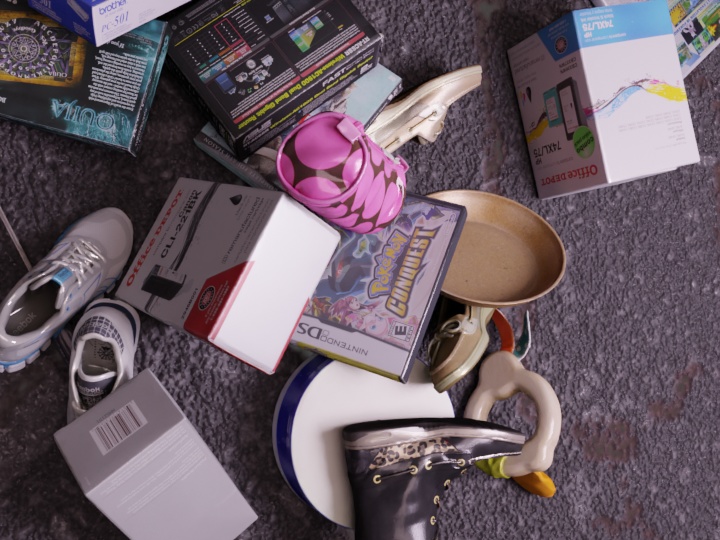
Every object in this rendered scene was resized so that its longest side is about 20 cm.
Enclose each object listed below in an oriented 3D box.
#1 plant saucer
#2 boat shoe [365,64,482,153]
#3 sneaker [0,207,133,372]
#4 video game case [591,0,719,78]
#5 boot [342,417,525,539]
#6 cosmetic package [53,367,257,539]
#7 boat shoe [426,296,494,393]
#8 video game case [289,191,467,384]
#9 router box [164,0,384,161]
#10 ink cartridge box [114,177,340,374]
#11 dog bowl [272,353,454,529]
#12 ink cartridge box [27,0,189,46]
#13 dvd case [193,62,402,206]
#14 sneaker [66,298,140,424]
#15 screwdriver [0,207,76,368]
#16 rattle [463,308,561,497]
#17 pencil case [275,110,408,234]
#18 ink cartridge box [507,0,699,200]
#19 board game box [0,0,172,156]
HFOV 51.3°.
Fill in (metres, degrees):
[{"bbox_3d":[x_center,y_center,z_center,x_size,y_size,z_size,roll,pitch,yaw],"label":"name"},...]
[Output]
[{"bbox_3d":[0.137,-0.020,0.875,0.198,0.201,0.036,-12,136,-20],"label":"plant saucer"},{"bbox_3d":[0.065,-0.180,0.890,0.199,0.072,0.065,-31,103,-13],"label":"boat shoe"},{"bbox_3d":[-0.282,0.010,0.724,0.075,0.086,0.201,39,57,-14],"label":"sneaker"},{"bbox_3d":[0.432,-0.372,1.060,0.200,0.022,0.183,-42,101,-18],"label":"video game case"},{"bbox_3d":[0.077,0.234,0.787,0.197,0.073,0.153,2,86,-16],"label":"boot"},{"bbox_3d":[-0.187,0.202,0.717,0.106,0.090,0.201,-36,140,-19],"label":"cosmetic package"},{"bbox_3d":[0.107,0.062,0.852,0.063,0.073,0.201,42,37,-5],"label":"boat shoe"},{"bbox_3d":[0.000,0.000,0.814,0.179,0.026,0.202,16,73,21],"label":"video game case"},{"bbox_3d":[-0.097,-0.237,0.804,0.199,0.062,0.150,-37,81,-11],"label":"router box"},{"bbox_3d":[-0.135,-0.003,0.728,0.084,0.199,0.146,35,76,-39],"label":"ink cartridge box"},{"bbox_3d":[0.005,0.182,0.843,0.198,0.079,0.203,1,87,-21],"label":"dog bowl"},{"bbox_3d":[-0.220,-0.296,0.744,0.093,0.044,0.200,31,50,15],"label":"ink cartridge box"},{"bbox_3d":[-0.067,-0.176,0.834,0.145,0.022,0.201,36,77,11],"label":"dvd case"},{"bbox_3d":[-0.254,0.132,0.726,0.075,0.081,0.203,0,107,-10],"label":"sneaker"},{"bbox_3d":[-0.324,0.021,0.763,0.028,0.029,0.202,-28,91,-19],"label":"screwdriver"},{"bbox_3d":[0.207,0.160,0.927,0.142,0.130,0.202,20,54,-29],"label":"rattle"},{"bbox_3d":[-0.009,-0.093,0.724,0.093,0.200,0.091,-35,81,10],"label":"pencil case"},{"bbox_3d":[0.299,-0.207,0.935,0.144,0.146,0.203,-14,92,-21],"label":"ink cartridge box"},{"bbox_3d":[-0.301,-0.204,0.743,0.197,0.028,0.137,15,85,-1],"label":"board game box"}]
